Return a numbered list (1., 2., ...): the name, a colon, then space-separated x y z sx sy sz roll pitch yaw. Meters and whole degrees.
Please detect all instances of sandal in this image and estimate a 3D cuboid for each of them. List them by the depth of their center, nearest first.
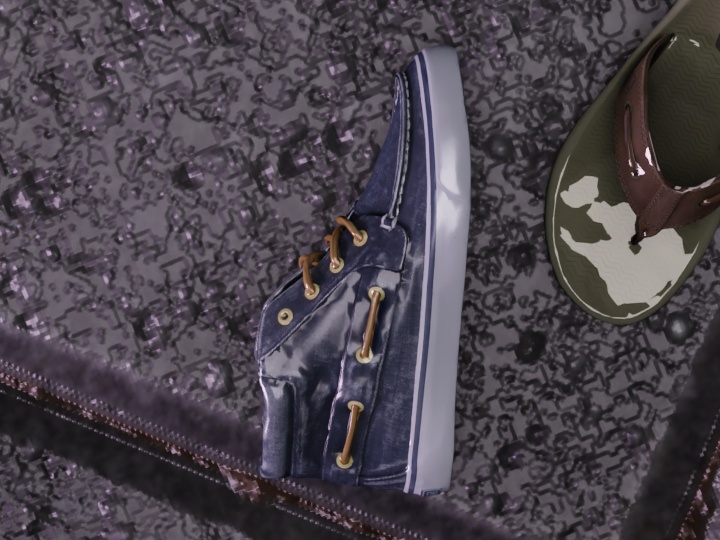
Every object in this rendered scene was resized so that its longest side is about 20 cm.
1. sandal: 0.140 -0.064 1.189 0.080 0.057 0.201 28 113 -1

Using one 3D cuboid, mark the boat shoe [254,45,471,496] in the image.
1. boat shoe: 0.000 0.000 1.205 0.090 0.071 0.201 3 97 -2
